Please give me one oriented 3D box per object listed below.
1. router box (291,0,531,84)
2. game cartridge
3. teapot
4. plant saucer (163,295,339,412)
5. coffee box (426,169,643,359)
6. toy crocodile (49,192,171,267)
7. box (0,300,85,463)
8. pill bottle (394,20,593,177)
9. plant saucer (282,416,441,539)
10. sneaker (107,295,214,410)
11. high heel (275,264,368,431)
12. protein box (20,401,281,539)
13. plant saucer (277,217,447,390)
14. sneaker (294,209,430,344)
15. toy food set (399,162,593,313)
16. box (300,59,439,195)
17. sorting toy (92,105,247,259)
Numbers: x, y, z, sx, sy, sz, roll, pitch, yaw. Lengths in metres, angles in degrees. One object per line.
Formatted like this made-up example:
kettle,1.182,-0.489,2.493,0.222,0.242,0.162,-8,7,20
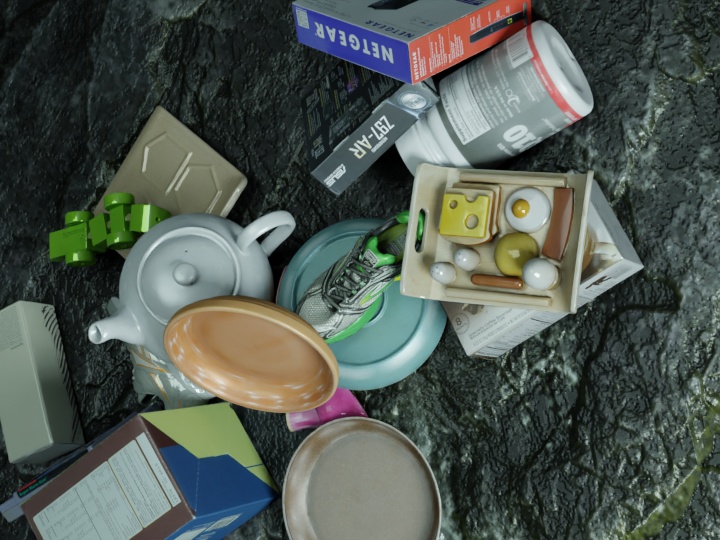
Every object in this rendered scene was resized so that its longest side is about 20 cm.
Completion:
router box,0.056,-0.280,1.502,0.200,0.179,0.049,27,137,43
game cartridge,-0.346,0.237,1.702,0.199,0.130,0.039,-32,89,21
teapot,-0.190,0.014,1.593,0.196,0.146,0.201,12,77,3
plant saucer,-0.117,0.088,1.508,0.199,0.200,0.038,-6,48,29
coffee box,0.183,-0.003,1.463,0.199,0.080,0.114,-33,70,21
toy crocodile,-0.323,-0.048,1.740,0.199,0.062,0.068,-18,72,35
box,-0.431,0.147,1.797,0.082,0.068,0.201,-24,72,25
pill bottle,0.141,-0.174,1.492,0.199,0.114,0.114,-30,70,23
plant saucer,0.005,0.264,1.543,0.199,0.032,0.202,1,91,26
sneaker,-0.263,0.113,1.701,0.200,0.076,0.092,43,100,28
high heel,-0.045,0.087,1.594,0.095,0.067,0.201,-8,72,14
protein box,-0.240,0.268,1.591,0.200,0.198,0.135,-37,74,20
plant saucer,0.000,0.034,1.556,0.199,0.027,0.202,-3,77,11
sneaker,0.000,0.000,1.506,0.200,0.085,0.078,-44,74,-1
toy food set,0.139,-0.037,1.411,0.199,0.060,0.145,6,86,29
box,0.006,-0.193,1.546,0.160,0.043,0.200,-43,26,17
sorting toy,-0.245,-0.086,1.748,0.200,0.036,0.186,41,103,32
